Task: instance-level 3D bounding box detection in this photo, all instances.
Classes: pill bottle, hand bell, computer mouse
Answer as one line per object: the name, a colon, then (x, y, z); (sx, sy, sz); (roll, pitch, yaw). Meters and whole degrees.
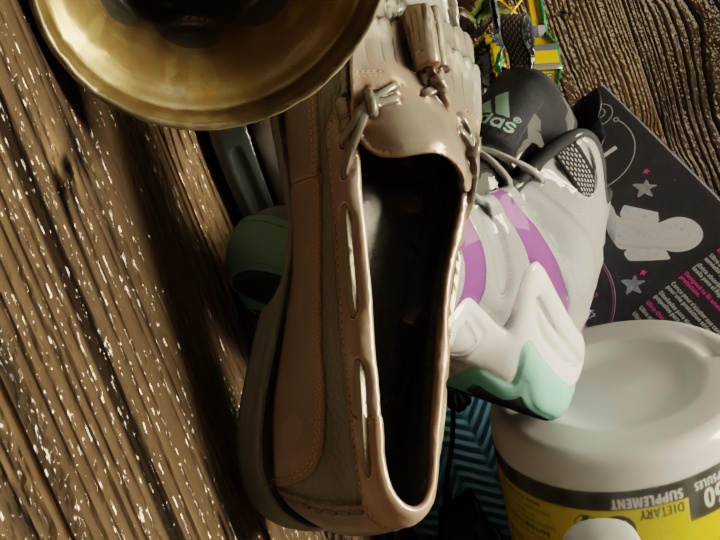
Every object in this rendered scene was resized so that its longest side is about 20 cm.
pill bottle: (0.123, 0.131, 0.830); (0.111, 0.111, 0.201); (-94, 173, -62)
hand bell: (-0.066, -0.128, 0.623); (0.200, 0.104, 0.104); (-121, -173, -61)
computer mouse: (0.049, 0.087, 0.829); (0.059, 0.034, 0.201); (-90, 177, -77)

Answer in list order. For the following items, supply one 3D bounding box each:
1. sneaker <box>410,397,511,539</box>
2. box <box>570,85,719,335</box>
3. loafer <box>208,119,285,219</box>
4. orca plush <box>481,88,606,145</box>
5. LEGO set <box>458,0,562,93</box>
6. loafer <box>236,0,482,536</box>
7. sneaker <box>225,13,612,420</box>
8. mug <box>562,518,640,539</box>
sneaker: (0.055, 0.112, 0.915); (0.200, 0.076, 0.081); (67, -11, -21)
box: (0.151, 0.029, 0.981); (0.200, 0.115, 0.132); (53, -1, 40)
loafer: (0.000, 0.000, 0.771); (0.072, 0.063, 0.200); (-100, 169, -52)
orca plush: (0.038, -0.034, 0.886); (0.200, 0.071, 0.106); (-162, -112, -69)
LEGO set: (0.024, -0.137, 1.116); (0.200, 0.116, 0.154); (170, -86, -73)
loafer: (0.011, -0.018, 0.597); (0.072, 0.063, 0.201); (12, 83, -40)
sneaker: (0.033, -0.032, 0.713); (0.200, 0.078, 0.140); (25, 83, -57)
mug: (0.100, 0.185, 0.695); (0.175, 0.147, 0.201); (-94, 174, -71)
